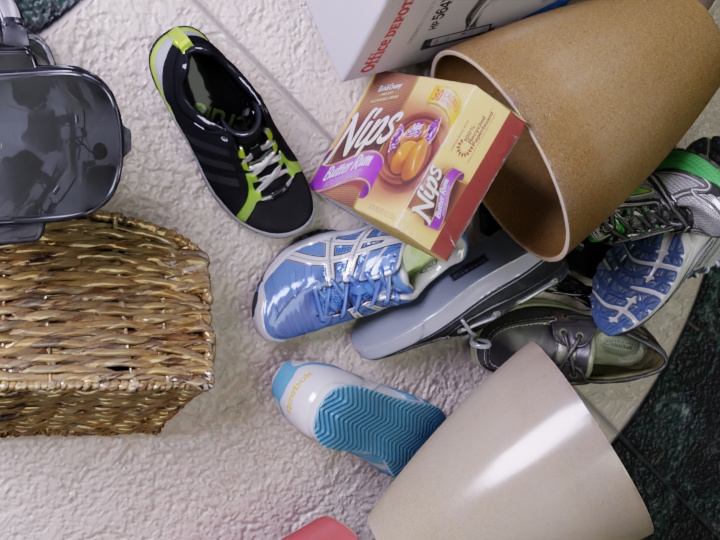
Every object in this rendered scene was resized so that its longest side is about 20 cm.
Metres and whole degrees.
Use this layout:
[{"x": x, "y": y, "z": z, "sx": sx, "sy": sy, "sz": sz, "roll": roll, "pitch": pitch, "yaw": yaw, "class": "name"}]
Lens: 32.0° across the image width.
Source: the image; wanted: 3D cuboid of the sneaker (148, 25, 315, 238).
[{"x": -0.096, "y": -0.098, "z": 0.966, "sx": 0.072, "sy": 0.083, "sz": 0.201, "roll": -41, "pitch": 117, "yaw": -9, "class": "sneaker"}]

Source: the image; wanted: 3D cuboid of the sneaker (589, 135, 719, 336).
[{"x": 0.289, "y": -0.017, "z": 1.126, "sx": 0.085, "sy": 0.077, "sz": 0.201, "roll": 27, "pitch": 104, "yaw": -45, "class": "sneaker"}]

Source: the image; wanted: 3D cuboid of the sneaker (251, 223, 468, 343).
[{"x": 0.000, "y": 0.000, "z": 1.042, "sx": 0.198, "sy": 0.077, "sz": 0.077, "roll": -30, "pitch": 116, "yaw": -14, "class": "sneaker"}]

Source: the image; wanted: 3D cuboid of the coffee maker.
[{"x": -0.266, "y": -0.085, "z": 0.822, "sx": 0.190, "sy": 0.200, "sz": 0.136, "roll": -29, "pitch": 113, "yaw": -16, "class": "coffee maker"}]

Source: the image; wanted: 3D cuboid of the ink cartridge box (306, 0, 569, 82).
[{"x": 0.072, "y": -0.231, "z": 0.967, "sx": 0.197, "sy": 0.146, "sz": 0.085, "roll": -18, "pitch": 78, "yaw": -20, "class": "ink cartridge box"}]

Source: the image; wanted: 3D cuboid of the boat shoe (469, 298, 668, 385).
[{"x": 0.198, "y": 0.070, "z": 1.161, "sx": 0.198, "sy": 0.066, "sz": 0.073, "roll": 3, "pitch": 103, "yaw": -26, "class": "boat shoe"}]

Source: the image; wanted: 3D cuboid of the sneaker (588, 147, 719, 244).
[{"x": 0.236, "y": -0.049, "z": 1.060, "sx": 0.085, "sy": 0.199, "sz": 0.079, "roll": -47, "pitch": 122, "yaw": -26, "class": "sneaker"}]

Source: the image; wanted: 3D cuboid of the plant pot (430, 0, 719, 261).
[{"x": 0.187, "y": -0.139, "z": 1.006, "sx": 0.198, "sy": 0.186, "sz": 0.188, "roll": -32, "pitch": 115, "yaw": -12, "class": "plant pot"}]

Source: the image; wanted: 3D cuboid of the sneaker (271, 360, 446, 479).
[{"x": 0.005, "y": 0.125, "z": 1.082, "sx": 0.199, "sy": 0.080, "sz": 0.077, "roll": 34, "pitch": 86, "yaw": -48, "class": "sneaker"}]

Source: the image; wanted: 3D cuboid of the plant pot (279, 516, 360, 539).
[{"x": -0.053, "y": 0.317, "z": 1.049, "sx": 0.177, "sy": 0.199, "sz": 0.202, "roll": -37, "pitch": 116, "yaw": -23, "class": "plant pot"}]

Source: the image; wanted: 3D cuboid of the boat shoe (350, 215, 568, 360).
[{"x": 0.088, "y": 0.030, "z": 1.083, "sx": 0.198, "sy": 0.074, "sz": 0.068, "roll": -33, "pitch": 121, "yaw": -1, "class": "boat shoe"}]

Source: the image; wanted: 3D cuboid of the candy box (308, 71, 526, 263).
[{"x": 0.037, "y": -0.087, "z": 0.966, "sx": 0.056, "sy": 0.200, "sz": 0.118, "roll": 31, "pitch": 90, "yaw": -25, "class": "candy box"}]

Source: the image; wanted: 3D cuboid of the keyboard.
[{"x": 0.181, "y": -0.024, "z": 1.155, "sx": 0.198, "sy": 0.039, "sz": 0.106, "roll": 21, "pitch": 71, "yaw": -27, "class": "keyboard"}]

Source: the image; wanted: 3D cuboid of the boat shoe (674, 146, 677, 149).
[{"x": 0.253, "y": -0.099, "z": 1.138, "sx": 0.072, "sy": 0.065, "sz": 0.201, "roll": -43, "pitch": 116, "yaw": -21, "class": "boat shoe"}]

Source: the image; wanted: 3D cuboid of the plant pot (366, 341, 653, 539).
[{"x": 0.110, "y": 0.192, "z": 1.055, "sx": 0.198, "sy": 0.188, "sz": 0.189, "roll": -32, "pitch": 115, "yaw": -2, "class": "plant pot"}]

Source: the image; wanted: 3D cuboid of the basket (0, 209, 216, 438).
[{"x": -0.224, "y": 0.042, "z": 0.955, "sx": 0.197, "sy": 0.149, "sz": 0.145, "roll": 2, "pitch": 70, "yaw": -26, "class": "basket"}]

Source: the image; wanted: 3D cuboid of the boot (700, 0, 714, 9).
[{"x": 0.246, "y": -0.289, "z": 1.081, "sx": 0.146, "sy": 0.070, "sz": 0.200, "roll": -42, "pitch": 131, "yaw": -2, "class": "boot"}]
